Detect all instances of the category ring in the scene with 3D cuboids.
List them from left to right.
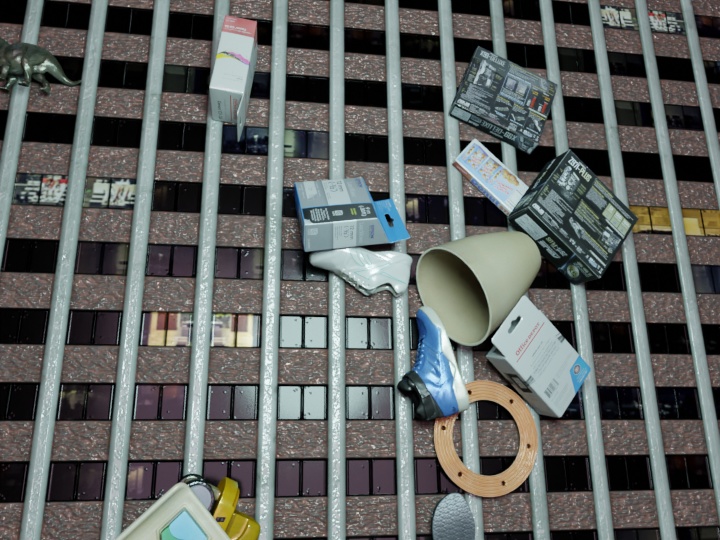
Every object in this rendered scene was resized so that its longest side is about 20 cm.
[{"bbox_3d":[0.227,0.303,1.126,0.196,0.019,0.205,2,73,-7],"label":"ring"}]

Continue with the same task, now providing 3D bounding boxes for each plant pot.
[{"bbox_3d":[0.236,0.007,1.145,0.198,0.188,0.189,-27,79,-29],"label":"plant pot"}]

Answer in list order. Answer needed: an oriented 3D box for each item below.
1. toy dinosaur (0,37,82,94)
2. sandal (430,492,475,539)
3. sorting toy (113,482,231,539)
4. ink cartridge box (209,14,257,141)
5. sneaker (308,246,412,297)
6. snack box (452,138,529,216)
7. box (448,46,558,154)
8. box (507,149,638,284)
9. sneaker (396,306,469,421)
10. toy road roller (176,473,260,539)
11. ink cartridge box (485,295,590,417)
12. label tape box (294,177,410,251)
[{"bbox_3d":[-0.633,-0.391,1.168,0.196,0.077,0.105,1,80,-5],"label":"toy dinosaur"},{"bbox_3d":[0.162,0.483,1.056,0.074,0.043,0.205,-7,84,-4],"label":"sandal"},{"bbox_3d":[-0.263,0.437,0.869,0.184,0.036,0.201,-40,94,-23],"label":"sorting toy"},{"bbox_3d":[-0.247,-0.367,1.199,0.066,0.117,0.204,9,72,-7],"label":"ink cartridge box"},{"bbox_3d":[0.000,0.000,1.154,0.196,0.070,0.082,8,75,-7],"label":"sneaker"},{"bbox_3d":[0.284,-0.179,1.275,0.200,0.024,0.072,44,72,5],"label":"snack box"},{"bbox_3d":[0.305,-0.364,1.320,0.197,0.050,0.160,24,71,-1],"label":"box"},{"bbox_3d":[0.419,-0.103,1.226,0.199,0.086,0.164,42,71,-5],"label":"box"},{"bbox_3d":[0.111,0.169,1.117,0.109,0.077,0.203,-15,72,-9],"label":"sneaker"},{"bbox_3d":[-0.245,0.425,0.965,0.144,0.123,0.203,28,71,-12],"label":"toy road roller"},{"bbox_3d":[0.313,0.154,1.130,0.200,0.067,0.116,47,71,-12],"label":"ink cartridge box"},{"bbox_3d":[-0.017,-0.110,1.151,0.196,0.067,0.144,-7,40,-9],"label":"label tape box"}]
